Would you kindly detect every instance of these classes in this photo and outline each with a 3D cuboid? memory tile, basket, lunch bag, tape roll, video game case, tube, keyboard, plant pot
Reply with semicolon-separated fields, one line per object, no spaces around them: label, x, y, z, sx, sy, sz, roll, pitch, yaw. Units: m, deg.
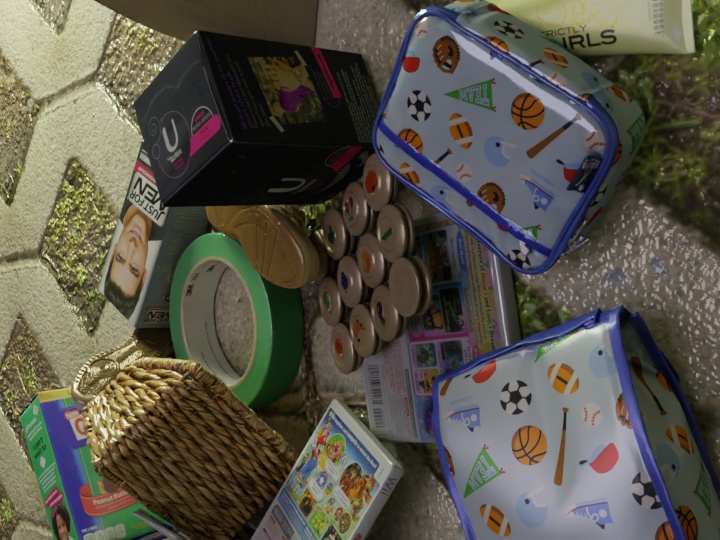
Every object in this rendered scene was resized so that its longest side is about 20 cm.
memory tile;0.000;0.000;0.794;0.200;0.017;0.156;-46;55;55
basket;-0.178;0.174;0.921;0.149;0.200;0.143;-43;32;-1
lunch bag;0.106;-0.097;0.651;0.199;0.075;0.162;41;131;20
tape roll;-0.145;0.058;0.971;0.198;0.048;0.205;5;97;44
video game case;0.065;0.054;0.775;0.180;0.023;0.204;-10;86;45
lunch bag;0.156;0.143;0.615;0.169;0.123;0.203;-27;84;35
tube;0.151;-0.191;0.646;0.198;0.058;0.053;3;57;41
keyboard;-0.186;0.293;0.914;0.056;0.011;0.201;28;159;21
plant pot;-0.168;-0.333;0.864;0.198;0.175;0.204;18;107;43
video game case;-0.044;0.240;0.818;0.202;0.018;0.143;-60;29;2

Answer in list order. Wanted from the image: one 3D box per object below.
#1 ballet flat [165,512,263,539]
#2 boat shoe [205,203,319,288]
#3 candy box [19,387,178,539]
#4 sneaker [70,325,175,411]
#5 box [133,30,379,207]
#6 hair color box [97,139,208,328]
ballet flat;-0.156;0.294;0.999;0.198;0.069;0.072;22;96;37
boat shoe;-0.090;-0.048;0.883;0.200;0.068;0.075;41;127;43
candy box;-0.316;0.246;1.077;0.077;0.168;0.202;-40;67;36
sneaker;-0.278;0.142;1.028;0.070;0.200;0.114;22;118;11
box;-0.084;-0.131;0.782;0.122;0.198;0.108;-31;72;42
hair color box;-0.245;-0.043;1.038;0.099;0.060;0.203;34;110;38
